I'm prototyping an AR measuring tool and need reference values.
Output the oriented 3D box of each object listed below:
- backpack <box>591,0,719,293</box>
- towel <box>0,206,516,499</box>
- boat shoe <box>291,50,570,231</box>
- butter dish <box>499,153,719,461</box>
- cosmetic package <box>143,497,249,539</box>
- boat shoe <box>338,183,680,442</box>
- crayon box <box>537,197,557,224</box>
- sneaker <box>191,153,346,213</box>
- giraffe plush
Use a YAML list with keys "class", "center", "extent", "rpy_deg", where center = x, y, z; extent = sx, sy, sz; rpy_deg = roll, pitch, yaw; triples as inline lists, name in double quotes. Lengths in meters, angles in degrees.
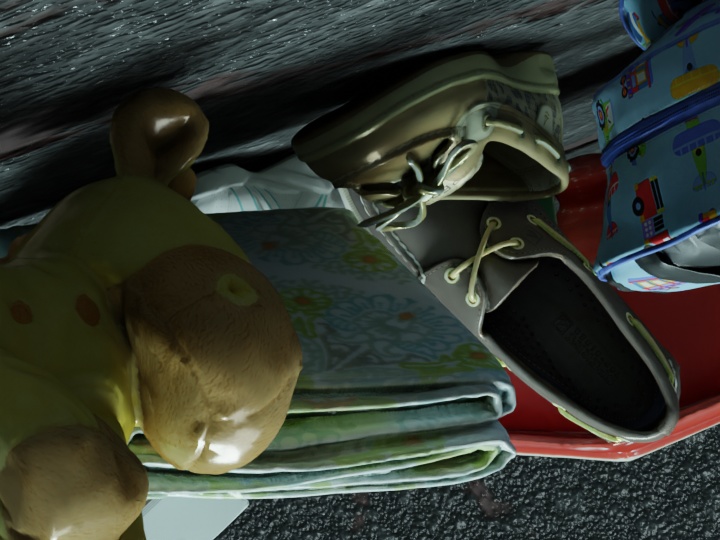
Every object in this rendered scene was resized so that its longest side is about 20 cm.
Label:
- class: "backpack"
  center: [0.169, -0.072, 0.964]
  extent: [0.199, 0.135, 0.182]
  rpy_deg: [-20, 177, -34]
- class: "towel"
  center: [-0.050, 0.029, 1.006]
  extent: [0.170, 0.049, 0.200]
  rpy_deg: [-2, -156, -23]
- class: "boat shoe"
  center: [0.041, -0.054, 1.103]
  extent: [0.073, 0.063, 0.200]
  rpy_deg: [-22, 177, 31]
- class: "butter dish"
  center: [0.135, 0.011, 1.384]
  extent: [0.199, 0.149, 0.199]
  rpy_deg: [-19, -172, -32]
- class: "cosmetic package"
  center: [-0.142, 0.080, 1.208]
  extent: [0.081, 0.113, 0.200]
  rpy_deg: [-42, -160, -11]
- class: "boat shoe"
  center: [0.070, 0.006, 1.190]
  extent: [0.072, 0.200, 0.060]
  rpy_deg: [-46, -174, 1]
- class: "crayon box"
  center: [0.000, 0.000, 1.297]
  extent: [0.199, 0.052, 0.126]
  rpy_deg: [-21, -142, 15]
- class: "sneaker"
  center: [-0.058, -0.005, 1.168]
  extent: [0.070, 0.081, 0.200]
  rpy_deg: [-20, 177, 34]
- class: "giraffe plush"
  center: [-0.092, 0.036, 0.816]
  extent: [0.162, 0.200, 0.173]
  rpy_deg: [-25, 155, -37]
